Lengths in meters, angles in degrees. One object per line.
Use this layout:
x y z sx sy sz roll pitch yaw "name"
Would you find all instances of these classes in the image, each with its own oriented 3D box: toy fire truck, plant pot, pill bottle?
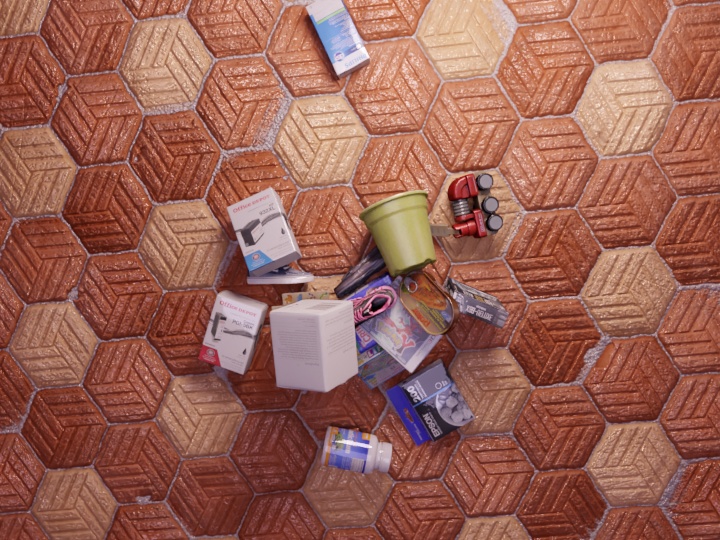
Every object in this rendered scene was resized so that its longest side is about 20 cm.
0.273 -0.168 1.656 0.197 0.129 0.179 -16 95 -6 "toy fire truck"
0.116 -0.090 1.600 0.198 0.200 0.187 -19 82 4 "plant pot"
-0.011 0.530 1.732 0.197 0.112 0.114 10 96 1 "pill bottle"

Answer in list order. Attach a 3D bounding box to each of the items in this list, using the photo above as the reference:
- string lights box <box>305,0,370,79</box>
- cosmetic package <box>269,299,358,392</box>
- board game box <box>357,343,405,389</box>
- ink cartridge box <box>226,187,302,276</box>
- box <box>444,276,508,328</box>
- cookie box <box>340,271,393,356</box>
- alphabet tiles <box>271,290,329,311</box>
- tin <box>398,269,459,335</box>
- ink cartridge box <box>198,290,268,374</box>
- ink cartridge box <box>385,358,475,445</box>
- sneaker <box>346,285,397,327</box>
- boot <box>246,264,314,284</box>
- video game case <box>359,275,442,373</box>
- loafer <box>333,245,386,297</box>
-0.061 -0.650 1.635 0.102 0.059 0.202 -25 95 5 "string lights box"
-0.118 0.191 1.543 0.163 0.164 0.203 0 98 30 "cosmetic package"
0.083 0.252 1.698 0.198 0.034 0.135 -32 137 4 "board game box"
-0.269 -0.107 1.658 0.143 0.084 0.202 -23 76 2 "ink cartridge box"
0.311 0.086 1.628 0.156 0.200 0.050 22 100 0 "box"
0.037 0.131 1.706 0.198 0.075 0.173 -31 94 5 "cookie box"
-0.148 0.144 1.650 0.197 0.006 0.169 -4 97 3 "alphabet tiles"
0.178 0.084 1.556 0.112 0.042 0.200 -53 54 19 "tin"
-0.369 0.178 1.723 0.145 0.083 0.203 18 97 1 "ink cartridge box"
0.204 0.396 1.745 0.198 0.043 0.200 -31 94 6 "ink cartridge box"
0.007 0.108 1.590 0.198 0.095 0.080 -31 96 7 "sneaker"
-0.232 -0.008 1.704 0.197 0.073 0.092 -1 91 3 "boot"
0.123 0.146 1.626 0.199 0.023 0.183 40 90 14 "video game case"
0.000 0.000 1.706 0.199 0.072 0.063 -36 74 -1 "loafer"
